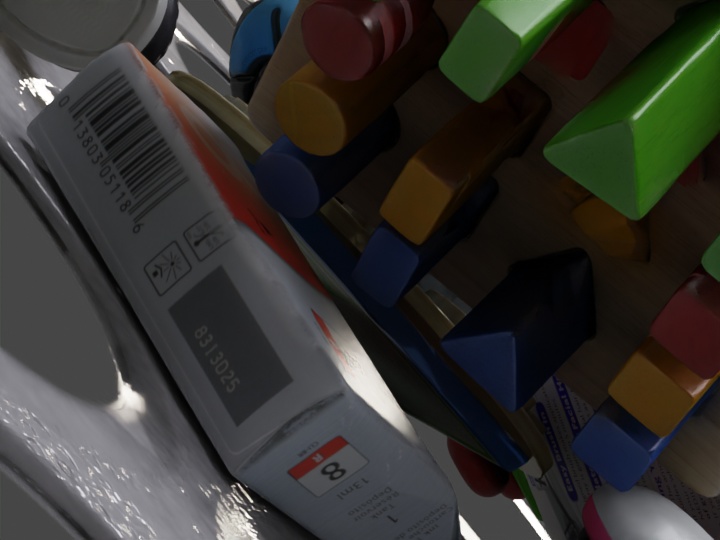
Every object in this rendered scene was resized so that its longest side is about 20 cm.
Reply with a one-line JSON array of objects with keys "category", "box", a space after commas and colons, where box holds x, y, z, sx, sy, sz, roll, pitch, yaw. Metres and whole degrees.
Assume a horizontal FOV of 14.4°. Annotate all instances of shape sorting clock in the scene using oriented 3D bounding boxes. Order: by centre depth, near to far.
[{"category": "shape sorting clock", "box": [0.000, 0.000, 1.042, 0.200, 0.039, 0.200, 43, -10, 9]}]

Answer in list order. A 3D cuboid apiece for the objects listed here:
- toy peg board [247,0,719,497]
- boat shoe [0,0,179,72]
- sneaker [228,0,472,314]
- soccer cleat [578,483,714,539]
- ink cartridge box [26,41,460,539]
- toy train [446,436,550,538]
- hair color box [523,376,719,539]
[{"category": "toy peg board", "box": [0.053, -0.030, 0.833, 0.200, 0.199, 0.098, 40, 48, 8]}, {"category": "boat shoe", "box": [-0.111, -0.126, 1.023, 0.060, 0.074, 0.200, 36, 7, -48]}, {"category": "sneaker", "box": [0.014, -0.049, 1.116, 0.073, 0.082, 0.200, 31, -19, 40]}, {"category": "soccer cleat", "box": [0.147, 0.131, 0.924, 0.200, 0.086, 0.070, 54, 9, -24]}, {"category": "ink cartridge box", "box": [-0.008, 0.033, 0.912, 0.200, 0.050, 0.162, 38, 15, -51]}, {"category": "toy train", "box": [0.112, 0.103, 1.233, 0.116, 0.085, 0.200, 62, 9, 11]}, {"category": "hair color box", "box": [0.118, 0.050, 1.013, 0.110, 0.065, 0.200, 69, -22, 0]}]
